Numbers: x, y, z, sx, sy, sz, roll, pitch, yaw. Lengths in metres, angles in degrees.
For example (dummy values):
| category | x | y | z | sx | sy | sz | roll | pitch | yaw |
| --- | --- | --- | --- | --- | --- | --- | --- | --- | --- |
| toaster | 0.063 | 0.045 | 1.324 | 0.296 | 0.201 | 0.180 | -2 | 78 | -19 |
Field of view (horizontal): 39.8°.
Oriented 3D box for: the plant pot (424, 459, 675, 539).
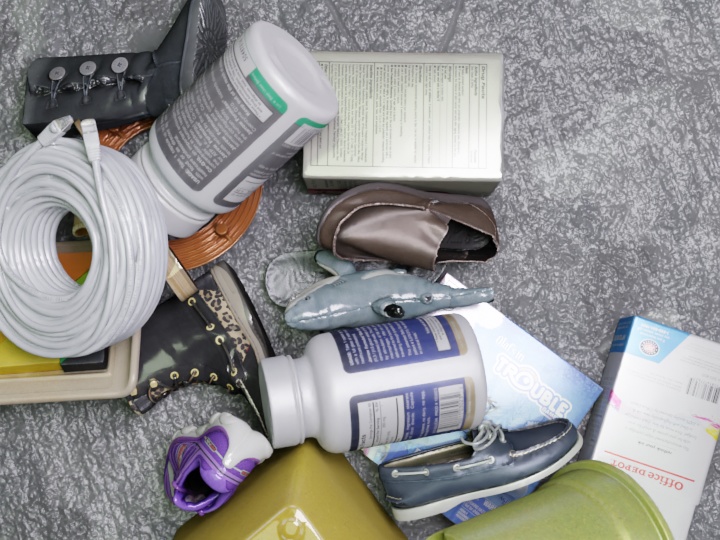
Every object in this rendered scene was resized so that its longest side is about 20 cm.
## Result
| category | x | y | z | sx | sy | sz | roll | pitch | yaw |
| --- | --- | --- | --- | --- | --- | --- | --- | --- | --- |
| plant pot | 0.154 | 0.286 | 0.893 | 0.182 | 0.200 | 0.203 | -4 | 85 | -30 |

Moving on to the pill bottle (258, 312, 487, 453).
| category | x | y | z | sx | sy | sz | roll | pitch | yaw |
| --- | --- | --- | --- | --- | --- | --- | --- | --- | --- |
| pill bottle | 0.009 | 0.108 | 0.929 | 0.198 | 0.111 | 0.112 | -8 | 85 | -12 |

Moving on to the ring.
| category | x | y | z | sx | sy | sz | roll | pitch | yaw |
| --- | --- | --- | --- | --- | --- | --- | --- | --- | --- |
| ring | -0.201 | -0.095 | 1.034 | 0.198 | 0.019 | 0.203 | 0 | 72 | -1 |

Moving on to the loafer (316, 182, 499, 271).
| category | x | y | z | sx | sy | sz | roll | pitch | yaw |
| --- | --- | --- | --- | --- | --- | --- | --- | --- | --- |
| loafer | 0.055 | -0.039 | 0.968 | 0.198 | 0.071 | 0.074 | -4 | 125 | -23 |

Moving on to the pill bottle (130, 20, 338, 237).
| category | x | y | z | sx | sy | sz | roll | pitch | yaw |
| --- | --- | --- | --- | --- | --- | --- | --- | --- | --- |
| pill bottle | -0.126 | -0.127 | 0.936 | 0.199 | 0.113 | 0.114 | -38 | 85 | 23 |

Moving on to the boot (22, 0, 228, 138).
| category | x | y | z | sx | sy | sz | roll | pitch | yaw |
| --- | --- | --- | --- | --- | --- | --- | --- | --- | --- |
| boot | -0.247 | -0.218 | 1.044 | 0.198 | 0.066 | 0.166 | -7 | 52 | 17 |

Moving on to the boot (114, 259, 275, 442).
| category | x | y | z | sx | sy | sz | roll | pitch | yaw |
| --- | --- | --- | --- | --- | --- | --- | --- | --- | --- |
| boot | -0.161 | 0.106 | 1.006 | 0.149 | 0.073 | 0.202 | -24 | 75 | -1 |

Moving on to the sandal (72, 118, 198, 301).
| category | x | y | z | sx | sy | sz | roll | pitch | yaw |
| --- | --- | --- | --- | --- | --- | --- | --- | --- | --- |
| sandal | -0.246 | -0.047 | 0.972 | 0.069 | 0.078 | 0.213 | -35 | 82 | -6 |

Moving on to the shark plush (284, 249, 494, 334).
| category | x | y | z | sx | sy | sz | roll | pitch | yaw |
| --- | --- | --- | --- | --- | --- | --- | --- | --- | --- |
| shark plush | 0.028 | 0.041 | 0.970 | 0.198 | 0.083 | 0.092 | 9 | 100 | 2 |

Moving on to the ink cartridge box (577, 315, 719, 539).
| category | x | y | z | sx | sy | sz | roll | pitch | yaw |
| --- | --- | --- | --- | --- | --- | --- | --- | --- | --- |
| ink cartridge box | 0.293 | 0.159 | 1.004 | 0.114 | 0.068 | 0.202 | 18 | 85 | 2 |

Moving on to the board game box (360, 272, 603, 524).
| category | x | y | z | sx | sy | sz | roll | pitch | yaw |
| --- | --- | --- | --- | --- | --- | --- | --- | --- | --- |
| board game box | 0.110 | 0.142 | 1.020 | 0.199 | 0.043 | 0.200 | 36 | 86 | 3 |

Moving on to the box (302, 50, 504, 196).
| category | x | y | z | sx | sy | sz | roll | pitch | yaw |
| --- | --- | --- | --- | --- | --- | --- | --- | --- | --- |
| box | 0.042 | -0.146 | 1.012 | 0.197 | 0.109 | 0.130 | 1 | 85 | 1 |

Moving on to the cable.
| category | x | y | z | sx | sy | sz | roll | pitch | yaw |
| --- | --- | --- | --- | --- | --- | --- | --- | --- | --- |
| cable | -0.270 | -0.021 | 0.921 | 0.199 | 0.069 | 0.202 | -24 | 85 | 26 |

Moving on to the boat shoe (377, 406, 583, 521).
| category | x | y | z | sx | sy | sz | roll | pitch | yaw |
| --- | --- | --- | --- | --- | --- | --- | --- | --- | --- |
| boat shoe | 0.114 | 0.179 | 0.962 | 0.198 | 0.075 | 0.062 | -21 | 98 | 8 |

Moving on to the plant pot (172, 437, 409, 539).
| category | x | y | z | sx | sy | sz | roll | pitch | yaw |
| --- | --- | --- | --- | --- | --- | --- | --- | --- | --- |
| plant pot | -0.065 | 0.282 | 0.934 | 0.194 | 0.200 | 0.196 | -38 | 85 | -2 |

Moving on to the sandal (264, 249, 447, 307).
| category | x | y | z | sx | sy | sz | roll | pitch | yaw |
| --- | --- | --- | --- | --- | --- | --- | --- | --- | --- |
| sandal | 0.000 | 0.001 | 1.030 | 0.198 | 0.048 | 0.076 | -13 | 87 | -2 |

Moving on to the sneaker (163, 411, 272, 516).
| category | x | y | z | sx | sy | sz | roll | pitch | yaw |
| --- | --- | --- | --- | --- | --- | --- | --- | --- | --- |
| sneaker | -0.157 | 0.195 | 0.948 | 0.080 | 0.200 | 0.084 | 40 | 57 | -3 |

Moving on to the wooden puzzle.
| category | x | y | z | sx | sy | sz | roll | pitch | yaw |
| --- | --- | --- | --- | --- | --- | --- | --- | --- | --- |
| wooden puzzle | -0.316 | 0.045 | 0.998 | 0.197 | 0.037 | 0.187 | -6 | 57 | 2 |
